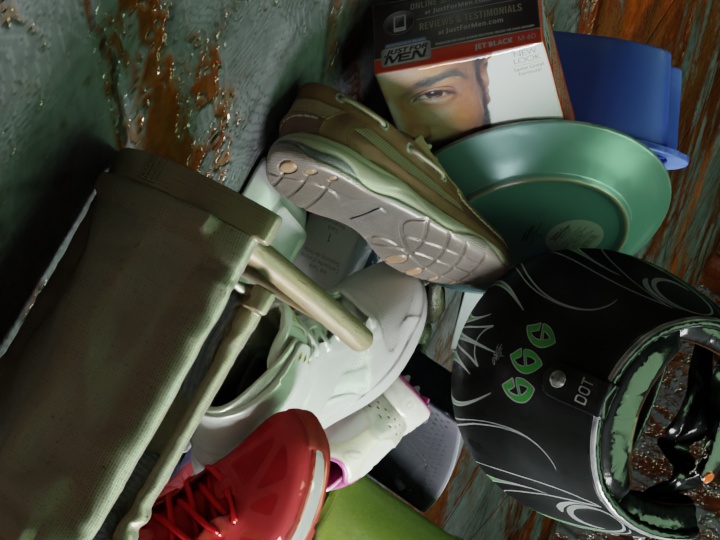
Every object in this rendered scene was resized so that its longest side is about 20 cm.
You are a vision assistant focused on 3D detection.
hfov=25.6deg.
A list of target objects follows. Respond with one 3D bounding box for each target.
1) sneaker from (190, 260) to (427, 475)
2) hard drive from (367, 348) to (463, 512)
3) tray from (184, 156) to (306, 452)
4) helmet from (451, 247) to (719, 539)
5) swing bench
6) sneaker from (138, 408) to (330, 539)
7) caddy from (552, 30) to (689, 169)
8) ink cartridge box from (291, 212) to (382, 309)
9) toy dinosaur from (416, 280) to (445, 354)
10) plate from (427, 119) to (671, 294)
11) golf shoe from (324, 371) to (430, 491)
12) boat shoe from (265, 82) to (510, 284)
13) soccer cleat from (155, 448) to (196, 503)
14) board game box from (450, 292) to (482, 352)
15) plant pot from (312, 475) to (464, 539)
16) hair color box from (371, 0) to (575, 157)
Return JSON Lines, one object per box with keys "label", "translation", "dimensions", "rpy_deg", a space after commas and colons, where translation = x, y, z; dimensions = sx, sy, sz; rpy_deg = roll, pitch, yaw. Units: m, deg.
{"label": "sneaker", "translation": [-0.028, 0.045, 0.989], "dimensions": [0.200, 0.073, 0.116], "rpy_deg": [-44, 157, -23]}
{"label": "hard drive", "translation": [0.020, 0.106, 1.197], "dimensions": [0.042, 0.134, 0.200], "rpy_deg": [-51, 168, -24]}
{"label": "tray", "translation": [-0.088, 0.034, 0.993], "dimensions": [0.201, 0.022, 0.107], "rpy_deg": [-61, 164, -7]}
{"label": "helmet", "translation": [0.155, 0.078, 1.059], "dimensions": [0.198, 0.190, 0.202], "rpy_deg": [-9, 107, -30]}
{"label": "swing bench", "translation": [-0.112, 0.063, 0.795], "dimensions": [0.200, 0.129, 0.200], "rpy_deg": [-60, 157, -9]}
{"label": "sneaker", "translation": [-0.108, 0.156, 0.922], "dimensions": [0.115, 0.078, 0.201], "rpy_deg": [20, 110, -38]}
{"label": "caddy", "translation": [0.153, -0.117, 1.203], "dimensions": [0.141, 0.198, 0.106], "rpy_deg": [15, 85, -70]}
{"label": "ink cartridge box", "translation": [0.000, 0.000, 1.163], "dimensions": [0.178, 0.044, 0.200], "rpy_deg": [-68, 162, 11]}
{"label": "toy dinosaur", "translation": [0.041, 0.042, 1.330], "dimensions": [0.102, 0.076, 0.202], "rpy_deg": [121, -19, -90]}
{"label": "plate", "translation": [0.116, -0.031, 1.087], "dimensions": [0.201, 0.198, 0.026], "rpy_deg": [91, -5, -55]}
{"label": "golf shoe", "translation": [-0.029, 0.114, 1.116], "dimensions": [0.092, 0.075, 0.200], "rpy_deg": [-50, -171, -25]}
{"label": "boat shoe", "translation": [0.028, -0.053, 0.995], "dimensions": [0.199, 0.075, 0.072], "rpy_deg": [33, 57, -39]}
{"label": "soccer cleat", "translation": [-0.100, 0.140, 1.037], "dimensions": [0.201, 0.066, 0.077], "rpy_deg": [-56, 169, -10]}
{"label": "board game box", "translation": [0.132, -0.041, 1.363], "dimensions": [0.201, 0.064, 0.149], "rpy_deg": [-74, 177, -49]}
{"label": "plant pot", "translation": [-0.004, 0.243, 1.216], "dimensions": [0.190, 0.199, 0.201], "rpy_deg": [47, 64, -25]}
{"label": "hair color box", "translation": [0.085, -0.101, 1.060], "dimensions": [0.201, 0.110, 0.064], "rpy_deg": [63, 21, -52]}
